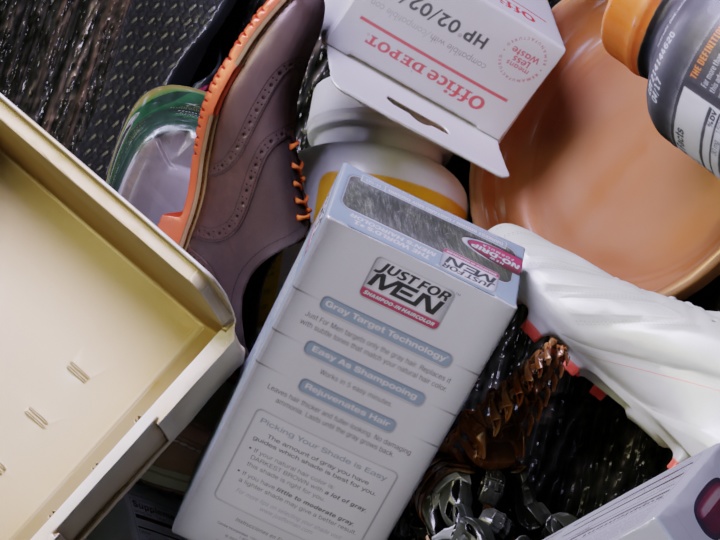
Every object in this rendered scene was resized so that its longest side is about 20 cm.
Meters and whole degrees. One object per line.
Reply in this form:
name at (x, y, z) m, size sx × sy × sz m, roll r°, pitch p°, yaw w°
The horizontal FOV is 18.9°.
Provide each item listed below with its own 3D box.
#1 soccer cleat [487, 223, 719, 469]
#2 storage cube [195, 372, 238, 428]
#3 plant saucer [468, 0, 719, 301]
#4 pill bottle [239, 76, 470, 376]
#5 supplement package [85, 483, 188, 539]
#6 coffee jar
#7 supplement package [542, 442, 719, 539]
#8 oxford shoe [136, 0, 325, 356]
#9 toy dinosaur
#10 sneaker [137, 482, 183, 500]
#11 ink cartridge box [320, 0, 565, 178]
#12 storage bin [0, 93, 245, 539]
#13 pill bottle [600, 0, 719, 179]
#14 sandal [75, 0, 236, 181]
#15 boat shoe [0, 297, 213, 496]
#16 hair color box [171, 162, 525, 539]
soccer cleat at (0.142, 0.037, 1.044) m, size 0.078 × 0.069 × 0.200 m, roll -47°, pitch 69°, yaw 2°
storage cube at (-0.206, 0.059, 1.289) m, size 0.200 × 0.171 × 0.180 m, roll -52°, pitch 44°, yaw 11°
plant saucer at (0.146, -0.065, 1.128) m, size 0.199 × 0.037 × 0.202 m, roll -19°, pitch 60°, yaw 35°
pill bottle at (0.000, 0.000, 1.173) m, size 0.112 × 0.113 × 0.201 m, roll -7°, pitch 66°, yaw 39°
supplement package at (-0.123, 0.257, 1.138) m, size 0.191 × 0.147 × 0.201 m, roll -37°, pitch 50°, yaw 22°
coffee jar at (-0.103, -0.047, 1.248) m, size 0.200 × 0.085 × 0.105 m, roll -114°, pitch 44°, yaw -76°
supplement package at (0.128, 0.204, 0.900) m, size 0.155 × 0.111 × 0.201 m, roll -33°, pitch 87°, yaw 26°
oxford shoe at (-0.049, -0.052, 1.107) m, size 0.072 × 0.071 × 0.201 m, roll 25°, pitch 108°, yaw 10°
toy dinosaur at (0.057, 0.129, 1.056) m, size 0.102 × 0.201 × 0.136 m, roll -18°, pitch 40°, yaw -20°
sneaker at (-0.150, 0.160, 1.237) m, size 0.199 × 0.083 × 0.072 m, roll -17°, pitch 50°, yaw -11°
ink cartridge box at (0.039, -0.144, 1.154) m, size 0.068 × 0.115 × 0.200 m, roll -53°, pitch 23°, yaw 25°
storage bin at (-0.192, 0.038, 1.041) m, size 0.198 × 0.094 × 0.200 m, roll 39°, pitch 79°, yaw 16°
pill bottle at (0.205, -0.079, 0.994) m, size 0.200 × 0.106 × 0.107 m, roll 40°, pitch 98°, yaw 26°
sandal at (-0.125, -0.125, 1.387) m, size 0.075 × 0.045 × 0.201 m, roll 15°, pitch 76°, yaw 38°
boat shoe at (-0.140, 0.058, 1.131) m, size 0.067 × 0.199 × 0.074 m, roll -63°, pitch 15°, yaw 3°
hair color box at (-0.007, 0.060, 1.049) m, size 0.061 × 0.098 × 0.201 m, roll -72°, pitch 9°, yaw -60°
